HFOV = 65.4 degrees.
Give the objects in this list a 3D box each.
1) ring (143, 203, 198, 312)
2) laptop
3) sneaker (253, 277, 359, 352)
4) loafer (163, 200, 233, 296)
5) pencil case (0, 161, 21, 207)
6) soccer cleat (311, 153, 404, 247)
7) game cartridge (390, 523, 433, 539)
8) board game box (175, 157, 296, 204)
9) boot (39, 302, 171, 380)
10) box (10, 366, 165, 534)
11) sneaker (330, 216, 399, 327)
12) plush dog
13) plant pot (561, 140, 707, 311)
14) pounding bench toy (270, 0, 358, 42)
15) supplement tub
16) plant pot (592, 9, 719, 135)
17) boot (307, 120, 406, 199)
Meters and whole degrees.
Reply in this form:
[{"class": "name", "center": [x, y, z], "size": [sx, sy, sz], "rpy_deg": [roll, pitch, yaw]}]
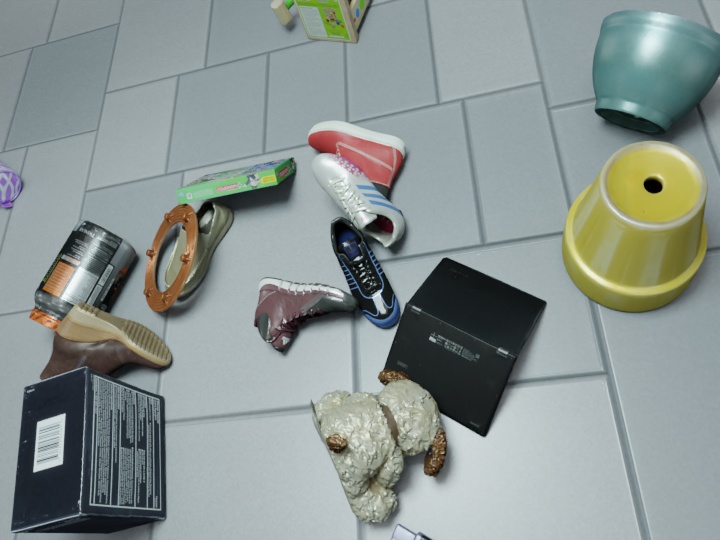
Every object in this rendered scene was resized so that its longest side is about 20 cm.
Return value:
[{"class": "ring", "center": [-0.354, -0.026, 1.027], "size": [0.198, 0.019, 0.206], "rpy_deg": [-22, 59, 42]}, {"class": "laptop", "center": [0.160, 0.109, 0.880], "size": [0.184, 0.115, 0.205], "rpy_deg": [24, 103, 25]}, {"class": "sneaker", "center": [-0.097, 0.084, 0.939], "size": [0.195, 0.075, 0.119], "rpy_deg": [6, 72, 30]}, {"class": "loafer", "center": [-0.315, -0.049, 1.056], "size": [0.074, 0.069, 0.204], "rpy_deg": [18, 72, 22]}, {"class": "pencil case", "center": [-0.866, -0.223, 1.292], "size": [0.197, 0.083, 0.088], "rpy_deg": [29, 111, 28]}, {"class": "soccer cleat", "center": [-0.005, -0.119, 0.942], "size": [0.198, 0.070, 0.087], "rpy_deg": [38, 33, -7]}, {"class": "game cartridge", "center": [0.109, 0.440, 0.732], "size": [0.196, 0.038, 0.132], "rpy_deg": [21, 78, 24]}, {"class": "board game box", "center": [-0.231, -0.172, 1.062], "size": [0.194, 0.030, 0.135], "rpy_deg": [-9, 20, 13]}, {"class": "boot", "center": [-0.452, 0.166, 0.999], "size": [0.197, 0.073, 0.169], "rpy_deg": [29, 105, -10]}, {"class": "box", "center": [-0.403, 0.283, 0.857], "size": [0.120, 0.199, 0.205], "rpy_deg": [-16, 62, 10]}, {"class": "sneaker", "center": [0.000, 0.000, 0.937], "size": [0.069, 0.078, 0.202], "rpy_deg": [-31, 61, 0]}, {"class": "plush dog", "center": [0.032, 0.222, 0.794], "size": [0.168, 0.162, 0.203], "rpy_deg": [-23, 60, -13]}, {"class": "plant pot", "center": [0.393, -0.071, 0.792], "size": [0.194, 0.190, 0.207], "rpy_deg": [-6, 64, 12]}, {"class": "pounding bench toy", "center": [-0.083, -0.606, 1.210], "size": [0.195, 0.125, 0.160], "rpy_deg": [13, 70, 21]}, {"class": "supplement tub", "center": [-0.522, 0.020, 1.056], "size": [0.120, 0.123, 0.204], "rpy_deg": [18, 72, 22]}, {"class": "plant pot", "center": [0.454, -0.301, 0.893], "size": [0.197, 0.199, 0.138], "rpy_deg": [27, 102, 25]}, {"class": "boot", "center": [-0.027, -0.189, 1.038], "size": [0.195, 0.073, 0.148], "rpy_deg": [16, 73, 18]}]
